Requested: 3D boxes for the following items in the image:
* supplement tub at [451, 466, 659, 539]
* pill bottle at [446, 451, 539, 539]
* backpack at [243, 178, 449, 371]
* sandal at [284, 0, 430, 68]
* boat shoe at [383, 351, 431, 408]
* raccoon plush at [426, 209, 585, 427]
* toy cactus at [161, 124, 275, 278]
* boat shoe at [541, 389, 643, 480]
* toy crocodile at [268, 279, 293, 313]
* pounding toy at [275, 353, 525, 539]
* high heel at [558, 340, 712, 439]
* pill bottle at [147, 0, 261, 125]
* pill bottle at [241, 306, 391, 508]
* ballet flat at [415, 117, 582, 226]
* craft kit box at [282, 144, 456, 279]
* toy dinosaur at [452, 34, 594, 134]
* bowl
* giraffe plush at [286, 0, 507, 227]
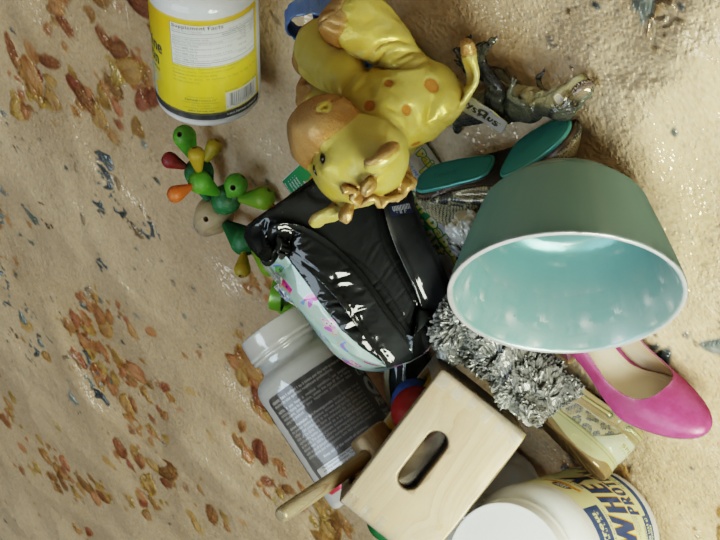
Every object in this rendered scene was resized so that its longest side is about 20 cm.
[{"bbox_3d":[0.184,0.269,1.531,0.144,0.200,0.146,1,91,33],"label":"supplement tub"},{"bbox_3d":[0.128,0.288,1.733,0.111,0.111,0.201,36,142,26],"label":"pill bottle"},{"bbox_3d":[0.000,0.000,1.548,0.200,0.167,0.127,54,167,-5],"label":"backpack"},{"bbox_3d":[-0.002,-0.200,1.493,0.200,0.087,0.080,50,145,5],"label":"sandal"},{"bbox_3d":[0.075,0.151,1.717,0.066,0.074,0.200,13,124,34],"label":"boat shoe"},{"bbox_3d":[0.129,0.057,1.458,0.134,0.097,0.200,41,165,39],"label":"raccoon plush"},{"bbox_3d":[-0.162,-0.065,1.822,0.200,0.102,0.165,46,157,-3],"label":"toy cactus"},{"bbox_3d":[0.187,0.116,1.565,0.200,0.063,0.073,46,172,19],"label":"boat shoe"},{"bbox_3d":[-0.063,-0.002,1.713,0.067,0.062,0.200,10,148,4],"label":"toy crocodile"},{"bbox_3d":[0.038,0.183,1.532,0.142,0.200,0.184,38,-178,-1],"label":"pounding toy"},{"bbox_3d":[0.237,0.072,1.447,0.200,0.067,0.096,43,158,40],"label":"high heel"},{"bbox_3d":[-0.157,-0.254,1.615,0.112,0.112,0.201,33,141,30],"label":"pill bottle"},{"bbox_3d":[-0.038,0.139,1.688,0.200,0.111,0.111,56,147,5],"label":"pill bottle"},{"bbox_3d":[0.137,-0.080,1.438,0.200,0.068,0.075,-18,124,44],"label":"ballet flat"},{"bbox_3d":[0.028,-0.056,1.621,0.200,0.048,0.197,54,144,1],"label":"craft kit box"},{"bbox_3d":[0.117,-0.162,1.410,0.200,0.047,0.088,-2,122,58],"label":"toy dinosaur"},{"bbox_3d":[0.175,-0.021,1.365,0.200,0.105,0.201,3,148,2],"label":"bowl"},{"bbox_3d":[0.003,-0.119,1.370,0.199,0.162,0.173,23,142,18],"label":"giraffe plush"}]
